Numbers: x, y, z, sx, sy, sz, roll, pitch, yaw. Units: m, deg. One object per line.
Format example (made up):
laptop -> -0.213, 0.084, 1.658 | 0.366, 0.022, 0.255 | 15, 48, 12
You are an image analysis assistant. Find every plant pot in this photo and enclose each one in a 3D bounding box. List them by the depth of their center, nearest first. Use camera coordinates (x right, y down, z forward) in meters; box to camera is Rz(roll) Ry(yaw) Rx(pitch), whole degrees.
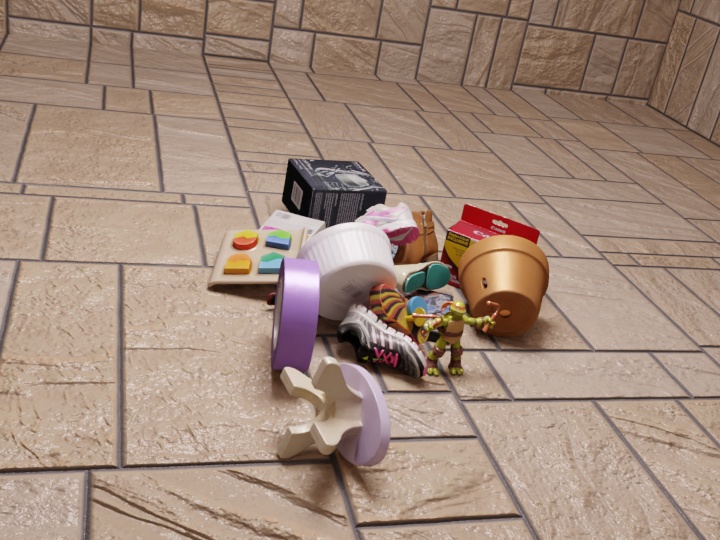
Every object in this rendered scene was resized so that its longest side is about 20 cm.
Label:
plant pot -> 0.307, 0.046, 1.770 | 0.198, 0.201, 0.141 | 10, 43, -2

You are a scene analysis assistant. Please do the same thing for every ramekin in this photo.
ramekin -> -0.023, 0.009, 1.644 | 0.198, 0.201, 0.098 | -1, 48, -22

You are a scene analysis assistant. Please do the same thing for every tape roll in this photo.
tape roll -> -0.119, 0.080, 1.500 | 0.065, 0.202, 0.201 | 5, 27, -10

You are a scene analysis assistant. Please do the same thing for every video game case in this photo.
video game case -> 0.099, 0.082, 1.779 | 0.198, 0.026, 0.181 | 12, 26, 2

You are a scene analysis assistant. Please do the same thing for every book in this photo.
book -> -0.181, -0.058, 1.859 | 0.132, 0.048, 0.200 | 16, 44, 21

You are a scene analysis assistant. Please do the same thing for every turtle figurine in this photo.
turtle figurine -> 0.164, 0.119, 1.576 | 0.198, 0.163, 0.064 | -5, 31, -30

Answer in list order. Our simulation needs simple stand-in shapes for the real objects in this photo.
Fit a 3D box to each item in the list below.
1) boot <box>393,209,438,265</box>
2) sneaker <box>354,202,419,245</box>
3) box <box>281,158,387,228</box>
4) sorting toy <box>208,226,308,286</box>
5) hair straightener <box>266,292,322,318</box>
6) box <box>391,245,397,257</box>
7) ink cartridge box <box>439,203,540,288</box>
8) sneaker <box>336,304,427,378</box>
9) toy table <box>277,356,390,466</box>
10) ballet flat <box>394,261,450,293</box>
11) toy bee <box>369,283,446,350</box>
boot -> 0.102, -0.059, 1.903 | 0.073, 0.157, 0.199 | 3, 10, 42
sneaker -> 0.032, -0.097, 1.857 | 0.197, 0.082, 0.089 | -9, 56, 8
box -> -0.068, -0.182, 2.037 | 0.194, 0.125, 0.200 | 0, 28, -25
sorting toy -> -0.217, -0.037, 1.778 | 0.197, 0.037, 0.186 | -4, 38, 7
hair straightener -> -0.092, 0.077, 1.715 | 0.198, 0.041, 0.077 | 0, 43, -33
box -> 0.050, -0.054, 2.011 | 0.136, 0.040, 0.199 | 28, 31, 29
ink cartridge box -> 0.293, -0.036, 1.918 | 0.198, 0.177, 0.084 | 21, 28, 21
sneaker -> 0.035, 0.150, 1.573 | 0.199, 0.074, 0.087 | 36, 56, 18
toy table -> -0.047, 0.221, 1.307 | 0.116, 0.186, 0.200 | 14, 12, -34
ballet flat -> 0.125, 0.009, 1.816 | 0.069, 0.070, 0.199 | 28, 17, 31
toy bee -> 0.100, 0.106, 1.625 | 0.198, 0.131, 0.110 | 16, 69, -14
